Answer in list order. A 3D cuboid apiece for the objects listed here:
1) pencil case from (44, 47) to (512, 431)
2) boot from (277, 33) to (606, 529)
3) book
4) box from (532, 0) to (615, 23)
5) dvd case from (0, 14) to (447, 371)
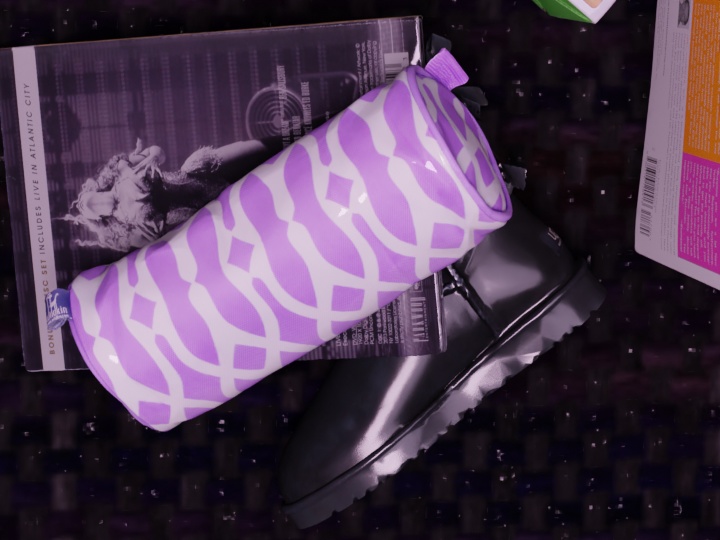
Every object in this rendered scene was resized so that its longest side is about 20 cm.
[{"bbox_3d":[-0.032,-0.009,0.967,0.199,0.086,0.084,-29,128,15],"label":"pencil case"},{"bbox_3d":[0.000,0.001,1.048,0.198,0.073,0.163,-39,97,7],"label":"boot"},{"bbox_3d":[0.169,-0.058,1.006,0.048,0.200,0.135,4,99,-12],"label":"book"},{"bbox_3d":[0.077,-0.243,1.014,0.200,0.097,0.177,40,92,-13],"label":"box"},{"bbox_3d":[-0.064,-0.032,1.017,0.198,0.016,0.150,-3,97,13],"label":"dvd case"}]
